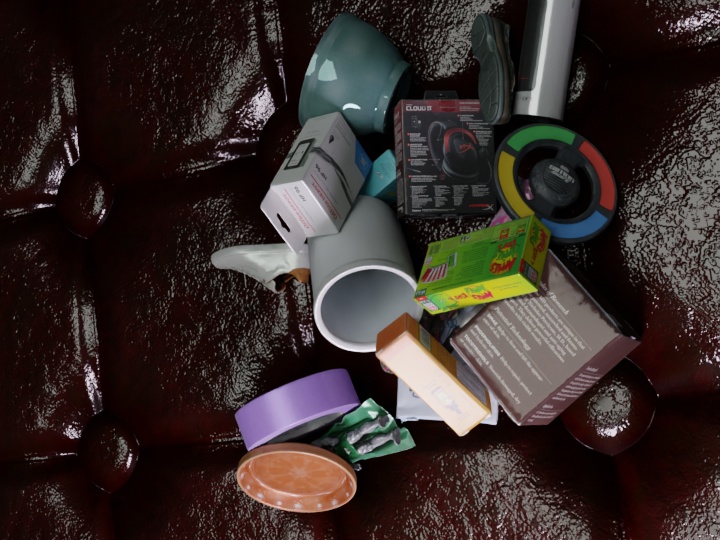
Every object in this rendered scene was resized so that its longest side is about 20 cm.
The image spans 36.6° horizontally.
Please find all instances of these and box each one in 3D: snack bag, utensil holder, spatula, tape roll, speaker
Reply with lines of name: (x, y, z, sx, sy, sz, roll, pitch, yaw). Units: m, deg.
snack bag: (0.145, 0.148, 1.754, 0.188, 0.021, 0.201, -1, 84, 28)
utensil holder: (0.000, 0.000, 1.717, 0.170, 0.170, 0.200, -43, 32, 21)
spatula: (0.169, 0.079, 1.720, 0.056, 0.021, 0.200, 41, 101, 27)
tape roll: (-0.102, 0.231, 1.790, 0.200, 0.200, 0.066, -29, 75, 25)
speaker: (0.285, -0.327, 1.663, 0.081, 0.081, 0.201, 10, 94, 29)

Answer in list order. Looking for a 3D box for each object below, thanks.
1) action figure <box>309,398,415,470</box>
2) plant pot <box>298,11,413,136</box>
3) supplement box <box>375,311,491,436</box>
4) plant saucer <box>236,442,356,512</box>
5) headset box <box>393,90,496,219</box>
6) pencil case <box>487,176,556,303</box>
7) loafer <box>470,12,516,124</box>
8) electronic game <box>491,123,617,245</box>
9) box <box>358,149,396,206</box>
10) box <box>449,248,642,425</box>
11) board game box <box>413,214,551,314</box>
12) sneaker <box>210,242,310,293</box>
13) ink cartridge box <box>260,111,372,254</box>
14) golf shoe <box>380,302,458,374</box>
action figure: (-0.022, 0.294, 1.816, 0.200, 0.055, 0.118, -30, 108, 33)
plant pot: (0.004, -0.301, 1.767, 0.134, 0.200, 0.201, 23, 100, 11)
supplement box: (0.113, 0.159, 1.661, 0.066, 0.069, 0.200, -39, 107, 19)
plant saucer: (-0.105, 0.340, 1.808, 0.200, 0.200, 0.032, -19, 44, 27)
headset box: (0.131, -0.184, 1.706, 0.148, 0.075, 0.201, -2, 87, -9)
pencil case: (0.226, -0.042, 1.657, 0.087, 0.087, 0.200, 29, 86, 27)
loafer: (0.218, -0.311, 1.677, 0.072, 0.063, 0.201, 128, 142, -55)
electronic game: (0.288, -0.129, 1.608, 0.200, 0.199, 0.042, 63, 155, 16)
box: (0.005, -0.116, 1.810, 0.200, 0.082, 0.049, -40, 70, 23)
box: (0.272, 0.103, 1.593, 0.200, 0.166, 0.164, -44, 68, 12)
board game box: (0.174, -0.006, 1.572, 0.200, 0.048, 0.102, -16, 47, 45)
sneaker: (-0.179, -0.002, 1.914, 0.199, 0.073, 0.085, -3, 84, 28)
ink cartridge box: (-0.065, -0.134, 1.686, 0.068, 0.116, 0.200, -6, 44, 36)
golf shoe: (0.095, 0.077, 1.746, 0.200, 0.072, 0.092, -54, 36, 15)
